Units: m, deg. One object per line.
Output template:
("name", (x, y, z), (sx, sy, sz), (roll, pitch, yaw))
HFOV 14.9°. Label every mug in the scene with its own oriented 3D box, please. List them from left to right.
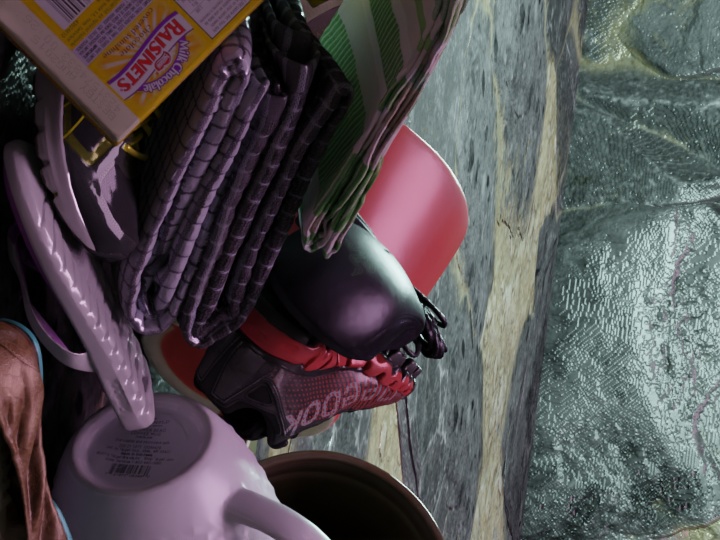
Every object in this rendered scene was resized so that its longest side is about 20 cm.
("mug", (-0.092, 0.172, 1.649), (0.148, 0.199, 0.176), (-53, 144, -40))

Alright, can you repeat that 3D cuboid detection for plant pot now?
("plant pot", (-0.048, 0.000, 1.836), (0.201, 0.200, 0.178), (78, 32, -55))
("plant pot", (-0.041, 0.246, 2.011), (0.174, 0.199, 0.201), (115, -15, -73))

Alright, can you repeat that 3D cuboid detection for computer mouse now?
("computer mouse", (0.000, 0.000, 1.655), (0.053, 0.139, 0.200), (-43, 176, 13))

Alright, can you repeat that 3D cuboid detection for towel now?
("towel", (-0.083, -0.077, 1.600), (0.166, 0.085, 0.200), (-106, -143, -56))
("towel", (0.006, -0.126, 1.553), (0.153, 0.023, 0.200), (-101, -148, -50))

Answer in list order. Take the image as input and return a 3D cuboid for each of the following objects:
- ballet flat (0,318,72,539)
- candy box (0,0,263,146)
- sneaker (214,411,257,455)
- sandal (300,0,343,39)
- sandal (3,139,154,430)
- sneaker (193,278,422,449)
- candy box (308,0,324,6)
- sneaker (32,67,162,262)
("ballet flat", (-0.198, 0.123, 1.477), (0.072, 0.068, 0.201), (-38, 136, -46))
("candy box", (-0.097, -0.172, 1.480), (0.200, 0.102, 0.026), (-45, -175, -9))
("sneaker", (-0.113, 0.172, 1.857), (0.090, 0.067, 0.201), (93, 14, -49))
("sandal", (-0.063, -0.131, 1.755), (0.080, 0.201, 0.057), (56, -13, -8))
("sandal", (-0.169, 0.019, 1.554), (0.083, 0.050, 0.203), (-102, 171, -55))
("sneaker", (-0.036, 0.063, 1.693), (0.098, 0.071, 0.200), (-50, 153, 11))
("candy box", (-0.040, -0.248, 1.615), (0.102, 0.026, 0.200), (54, 23, -31))
("sneaker", (-0.135, -0.106, 1.525), (0.074, 0.084, 0.201), (4, 79, -79))
